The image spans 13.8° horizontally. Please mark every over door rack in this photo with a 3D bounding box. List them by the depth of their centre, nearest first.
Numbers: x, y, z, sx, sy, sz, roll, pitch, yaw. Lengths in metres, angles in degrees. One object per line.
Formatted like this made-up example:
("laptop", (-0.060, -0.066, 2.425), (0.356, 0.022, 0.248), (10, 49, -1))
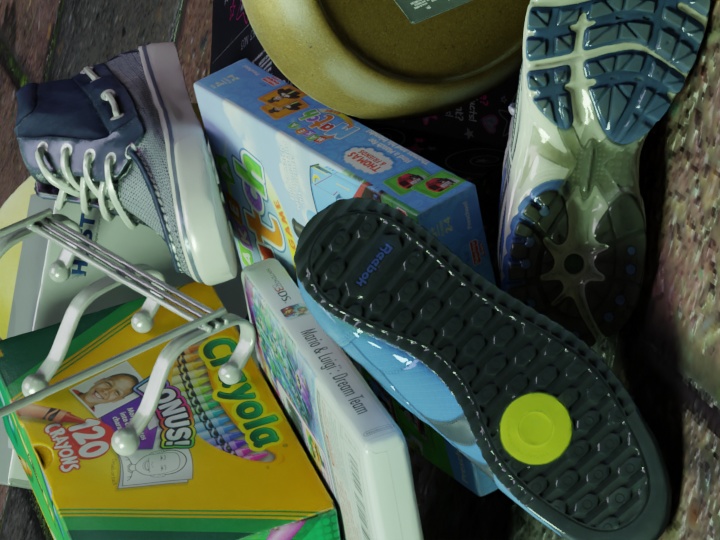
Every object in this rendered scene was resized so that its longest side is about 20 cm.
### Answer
("over door rack", (-0.170, 0.035, 1.392), (0.148, 0.200, 0.067), (27, 118, 39))

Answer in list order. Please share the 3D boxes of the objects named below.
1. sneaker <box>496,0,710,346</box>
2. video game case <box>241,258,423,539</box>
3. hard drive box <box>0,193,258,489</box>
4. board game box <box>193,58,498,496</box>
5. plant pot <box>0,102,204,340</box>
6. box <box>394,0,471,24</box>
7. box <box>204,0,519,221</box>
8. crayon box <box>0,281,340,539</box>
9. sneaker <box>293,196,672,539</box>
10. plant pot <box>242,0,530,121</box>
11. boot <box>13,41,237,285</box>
("sneaker", (0.092, -0.072, 1.278), (0.085, 0.077, 0.201), (-128, 51, -76))
("video game case", (-0.004, 0.118, 1.387), (0.182, 0.024, 0.201), (-127, 23, -57))
("hard drive box", (-0.085, 0.051, 1.568), (0.077, 0.199, 0.156), (177, 101, -73))
("board game box", (0.000, 0.000, 1.384), (0.200, 0.037, 0.152), (33, 143, 52))
("plant pot", (-0.106, 0.022, 1.733), (0.142, 0.200, 0.200), (56, 140, 28))
("box", (0.095, -0.178, 1.220), (0.160, 0.044, 0.200), (-42, 9, -15))
("box", (0.001, -0.101, 1.524), (0.200, 0.114, 0.133), (143, 133, -66))
("crayon box", (-0.094, 0.094, 1.419), (0.200, 0.118, 0.058), (-123, 20, -51))
("sneaker", (0.055, 0.047, 1.242), (0.066, 0.200, 0.078), (-46, -20, -7))
("plant pot", (0.034, -0.161, 1.325), (0.027, 0.200, 0.201), (29, 110, 53))
("boot", (-0.118, -0.044, 1.461), (0.200, 0.090, 0.073), (-111, 7, -61))
